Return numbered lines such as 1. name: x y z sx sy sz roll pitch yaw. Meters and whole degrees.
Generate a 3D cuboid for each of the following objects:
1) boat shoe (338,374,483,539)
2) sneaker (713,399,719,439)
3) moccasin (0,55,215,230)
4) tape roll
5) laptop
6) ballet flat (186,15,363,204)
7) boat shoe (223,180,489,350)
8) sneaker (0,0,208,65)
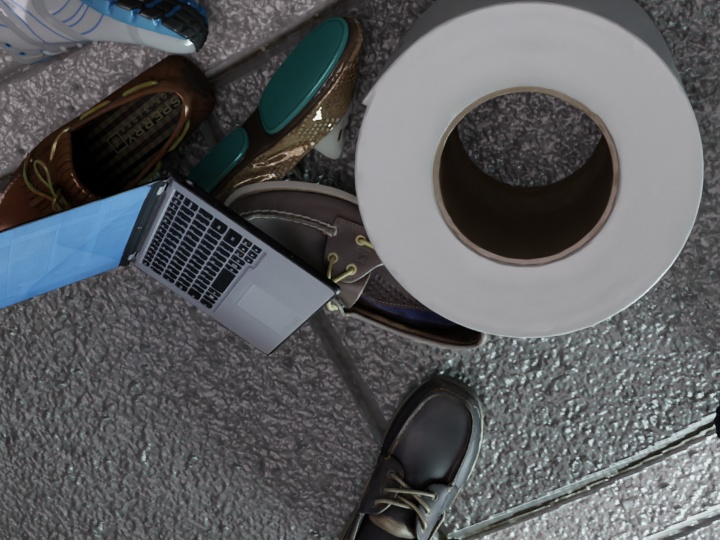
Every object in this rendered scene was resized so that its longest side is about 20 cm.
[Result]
1. boat shoe: 0.037 0.172 0.895 0.074 0.073 0.201 21 114 0
2. sneaker: 0.327 0.056 0.809 0.078 0.066 0.201 26 115 -15
3. moccasin: -0.185 -0.068 0.832 0.200 0.078 0.074 -29 105 19
4. tape roll: 0.104 -0.078 0.746 0.201 0.139 0.204 4 113 9
5. laptop: -0.145 0.022 0.791 0.199 0.116 0.187 35 157 -6
6. ballet flat: -0.052 -0.086 0.820 0.065 0.071 0.200 30 120 -33
7. boat shoe: 0.000 0.000 0.810 0.199 0.060 0.072 21 126 -18
8. sneaker: -0.196 -0.173 0.804 0.199 0.075 0.087 20 125 7
